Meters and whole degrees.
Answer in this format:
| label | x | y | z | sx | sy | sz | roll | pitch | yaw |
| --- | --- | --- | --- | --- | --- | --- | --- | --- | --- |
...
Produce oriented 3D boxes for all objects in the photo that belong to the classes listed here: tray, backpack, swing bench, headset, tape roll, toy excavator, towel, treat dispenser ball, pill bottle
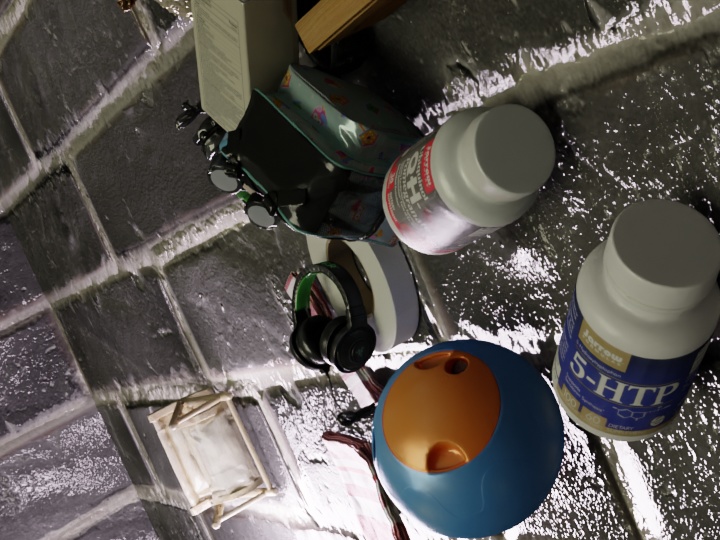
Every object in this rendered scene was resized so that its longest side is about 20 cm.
| label | x | y | z | sx | sy | sz | roll | pitch | yaw |
| --- | --- | --- | --- | --- | --- | --- | --- | --- | --- |
| tray | 0.017 | -0.263 | 1.385 | 0.037 | 0.098 | 0.200 | 63 | 157 | -3 |
| backpack | -0.020 | -0.112 | 1.526 | 0.175 | 0.154 | 0.199 | 40 | -170 | 36 |
| swing bench | -0.261 | 0.321 | 2.578 | 0.201 | 0.129 | 0.200 | 66 | 163 | -7 |
| headset | -0.023 | 0.088 | 1.806 | 0.123 | 0.093 | 0.203 | -2 | 96 | 53 |
| headset | -0.179 | -0.153 | 1.915 | 0.124 | 0.093 | 0.201 | 46 | 163 | 33 |
| tape roll | 0.000 | 0.000 | 1.782 | 0.203 | 0.037 | 0.204 | 48 | 153 | 35 |
| toy excavator | -0.102 | -0.168 | 1.735 | 0.194 | 0.101 | 0.199 | 42 | 139 | -19 |
| towel | -0.034 | 0.091 | 1.922 | 0.201 | 0.023 | 0.144 | 57 | 169 | 4 |
| treat dispenser ball | 0.110 | 0.172 | 1.514 | 0.201 | 0.199 | 0.202 | 47 | 152 | 34 |
| pill bottle | 0.231 | 0.040 | 1.218 | 0.120 | 0.119 | 0.201 | 50 | 154 | 29 |
| pill bottle | 0.102 | -0.087 | 1.373 | 0.112 | 0.110 | 0.200 | 63 | 157 | 1 |
| towel | 0.012 | 0.328 | 2.104 | 0.144 | 0.023 | 0.202 | 1 | 115 | 66 |

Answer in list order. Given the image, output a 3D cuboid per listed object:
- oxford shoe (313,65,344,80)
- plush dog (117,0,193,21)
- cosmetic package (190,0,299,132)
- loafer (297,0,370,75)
| label | x | y | z | sx | sy | sz | roll | pitch | yaw |
| --- | --- | --- | --- | --- | --- | --- | --- | --- | --- |
| oxford shoe | -0.047 | -0.125 | 1.661 | 0.072 | 0.084 | 0.203 | -3 | 105 | 58 |
| plush dog | -0.166 | -0.321 | 1.666 | 0.171 | 0.161 | 0.200 | 30 | -170 | -35 |
| cosmetic package | -0.119 | -0.235 | 1.539 | 0.105 | 0.071 | 0.201 | 42 | 150 | 30 |
| loafer | -0.060 | -0.295 | 1.539 | 0.068 | 0.070 | 0.202 | -34 | 84 | 36 |
